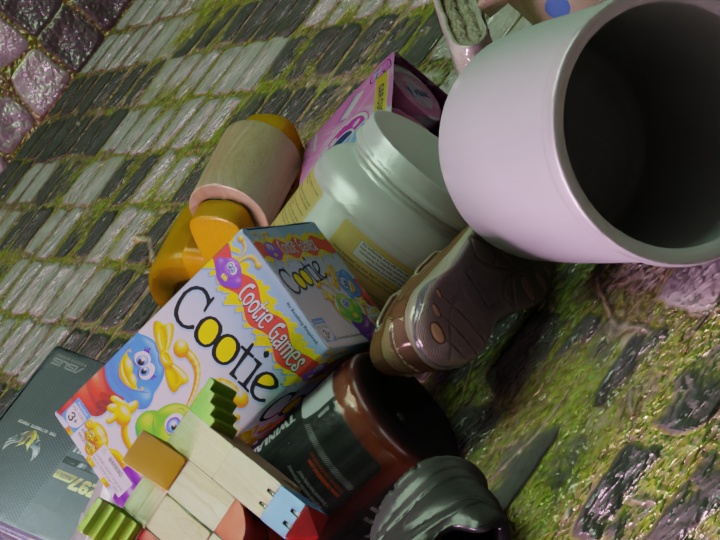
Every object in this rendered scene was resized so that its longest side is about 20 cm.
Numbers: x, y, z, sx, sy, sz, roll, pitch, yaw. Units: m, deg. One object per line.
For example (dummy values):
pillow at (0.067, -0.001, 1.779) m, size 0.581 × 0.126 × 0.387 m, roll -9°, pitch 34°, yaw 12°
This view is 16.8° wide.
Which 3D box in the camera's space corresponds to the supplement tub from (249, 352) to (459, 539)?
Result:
supplement tub at (-0.035, 0.153, 1.636) m, size 0.200 × 0.107 × 0.107 m, roll -43°, pitch 19°, yaw 21°

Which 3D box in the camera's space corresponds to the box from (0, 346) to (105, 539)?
box at (-0.205, 0.156, 1.899) m, size 0.199 × 0.051 × 0.158 m, roll 18°, pitch 61°, yaw 35°

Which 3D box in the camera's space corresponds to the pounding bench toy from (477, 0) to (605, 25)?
pounding bench toy at (0.196, -0.228, 1.759) m, size 0.124 × 0.156 × 0.201 m, roll -38°, pitch 21°, yaw 35°

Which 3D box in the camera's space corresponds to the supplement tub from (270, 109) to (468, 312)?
supplement tub at (0.000, 0.000, 1.764) m, size 0.200 × 0.145 × 0.146 m, roll -52°, pitch 16°, yaw 16°

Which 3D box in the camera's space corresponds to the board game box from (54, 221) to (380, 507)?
board game box at (-0.092, 0.071, 1.670) m, size 0.200 × 0.103 × 0.105 m, roll -44°, pitch -16°, yaw 23°

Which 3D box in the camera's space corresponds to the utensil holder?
utensil holder at (0.156, -0.085, 1.554) m, size 0.170 × 0.170 × 0.200 m, roll -54°, pitch 16°, yaw -14°

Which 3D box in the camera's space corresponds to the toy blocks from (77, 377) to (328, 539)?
toy blocks at (-0.097, 0.189, 1.536) m, size 0.136 × 0.100 × 0.201 m, roll 34°, pitch 91°, yaw 41°

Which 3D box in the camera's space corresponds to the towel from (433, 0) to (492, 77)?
towel at (0.089, -0.137, 1.769) m, size 0.034 × 0.133 × 0.200 m, roll -18°, pitch 24°, yaw 4°

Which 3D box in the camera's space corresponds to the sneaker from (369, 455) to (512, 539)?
sneaker at (0.015, 0.205, 1.473) m, size 0.200 × 0.076 × 0.091 m, roll -54°, pitch 27°, yaw 2°

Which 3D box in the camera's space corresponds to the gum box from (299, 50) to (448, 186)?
gum box at (0.010, -0.076, 1.923) m, size 0.113 × 0.066 × 0.200 m, roll -45°, pitch 18°, yaw 23°

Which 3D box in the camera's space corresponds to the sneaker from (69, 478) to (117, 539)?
sneaker at (-0.178, 0.180, 1.766) m, size 0.082 × 0.075 × 0.201 m, roll -29°, pitch 26°, yaw 44°

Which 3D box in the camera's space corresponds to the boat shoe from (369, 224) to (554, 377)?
boat shoe at (0.066, 0.014, 1.653) m, size 0.072 × 0.076 × 0.200 m, roll -25°, pitch 5°, yaw 36°

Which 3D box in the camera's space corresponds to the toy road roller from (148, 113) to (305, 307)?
toy road roller at (-0.112, -0.028, 2.040) m, size 0.145 × 0.201 × 0.123 m, roll 5°, pitch 47°, yaw 24°
